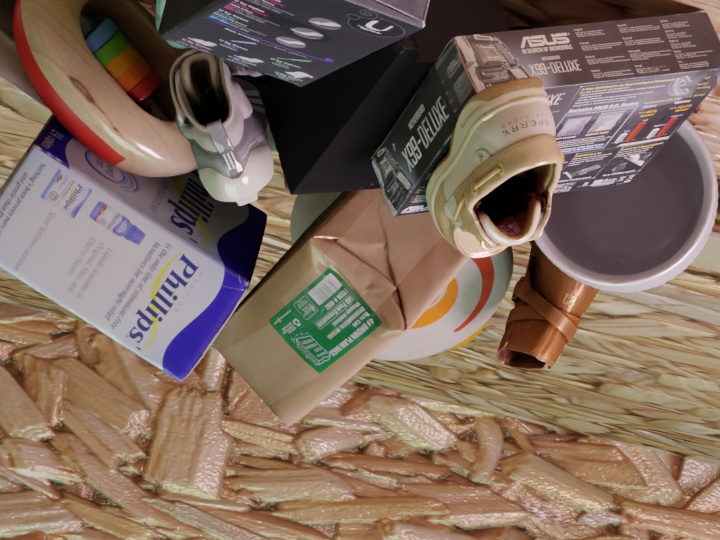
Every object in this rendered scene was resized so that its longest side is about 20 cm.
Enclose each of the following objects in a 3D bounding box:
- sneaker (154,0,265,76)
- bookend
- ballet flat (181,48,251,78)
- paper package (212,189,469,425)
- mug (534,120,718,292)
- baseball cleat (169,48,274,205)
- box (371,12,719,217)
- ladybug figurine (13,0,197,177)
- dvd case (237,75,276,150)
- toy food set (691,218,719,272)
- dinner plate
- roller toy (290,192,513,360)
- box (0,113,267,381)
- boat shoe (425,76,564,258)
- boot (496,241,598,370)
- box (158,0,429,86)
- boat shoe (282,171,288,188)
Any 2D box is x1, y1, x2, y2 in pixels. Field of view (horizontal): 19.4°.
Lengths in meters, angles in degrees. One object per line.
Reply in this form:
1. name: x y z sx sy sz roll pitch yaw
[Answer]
1. sneaker: -0.059 -0.185 1.531 0.140 0.078 0.200 8 178 17
2. bookend: 0.061 -0.144 1.475 0.199 0.092 0.200 -6 156 -28
3. ballet flat: -0.133 -0.164 1.749 0.071 0.069 0.200 -19 153 37
4. paper package: 0.000 0.000 1.650 0.103 0.191 0.200 44 141 -4
5. mug: 0.188 -0.073 1.663 0.200 0.148 0.175 42 -176 10
6. baseball cleat: -0.102 -0.124 1.519 0.070 0.107 0.200 -22 -152 -5
7. box: 0.127 -0.105 1.428 0.200 0.050 0.158 -9 156 -25
8. ladybug figurine: -0.197 -0.150 1.618 0.072 0.136 0.200 -33 100 34
9. dvd case: -0.074 -0.127 1.716 0.200 0.018 0.143 -5 165 26
10. toy food set: 0.300 -0.046 1.860 0.200 0.060 0.143 17 172 30
11. dinner plate: -0.257 -0.175 1.714 0.200 0.024 0.200 33 -165 -10
12. roller toy: 0.037 -0.015 1.875 0.182 0.140 0.200 -2 130 -19
13. box: -0.187 -0.032 1.683 0.200 0.105 0.184 34 -163 -9
14. boat shoe: 0.089 -0.048 1.369 0.074 0.069 0.200 -16 157 -10
15. boot: 0.159 0.014 1.840 0.074 0.155 0.200 24 172 -3
16. box: -0.032 -0.198 1.279 0.106 0.122 0.200 18 169 -20
17. boat shoe: 0.015 -0.076 1.968 0.200 0.072 0.072 17 169 -19
